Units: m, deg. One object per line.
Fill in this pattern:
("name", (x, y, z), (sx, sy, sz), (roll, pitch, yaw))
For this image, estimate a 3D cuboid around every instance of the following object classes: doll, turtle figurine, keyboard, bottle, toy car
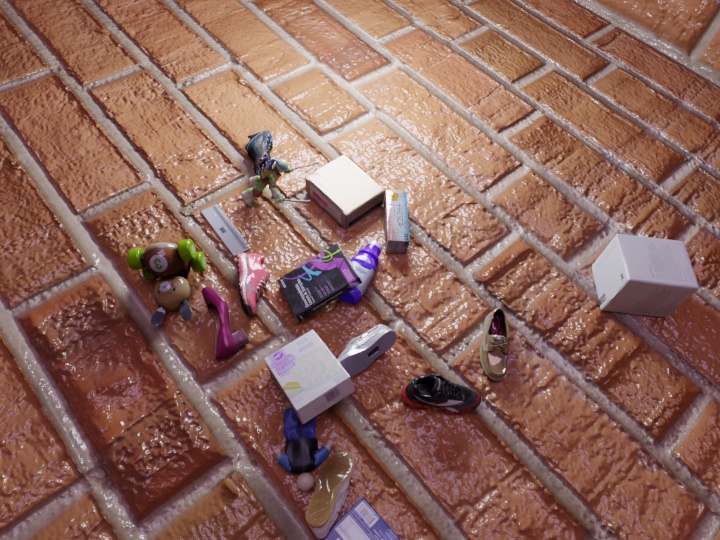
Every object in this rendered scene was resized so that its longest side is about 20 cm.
("doll", (-0.130, 0.402, 1.265), (0.136, 0.049, 0.201), (-3, 56, -7))
("turtle figurine", (-0.249, -0.253, 1.648), (0.199, 0.193, 0.145), (7, 71, -48))
("keyboard", (-0.400, -0.121, 1.621), (0.056, 0.011, 0.200), (-32, 64, -19))
("bottle", (0.000, 0.000, 1.545), (0.083, 0.065, 0.200), (22, 56, 16))
("toy car", (-0.497, 0.041, 1.424), (0.163, 0.158, 0.201), (-10, 68, 2))

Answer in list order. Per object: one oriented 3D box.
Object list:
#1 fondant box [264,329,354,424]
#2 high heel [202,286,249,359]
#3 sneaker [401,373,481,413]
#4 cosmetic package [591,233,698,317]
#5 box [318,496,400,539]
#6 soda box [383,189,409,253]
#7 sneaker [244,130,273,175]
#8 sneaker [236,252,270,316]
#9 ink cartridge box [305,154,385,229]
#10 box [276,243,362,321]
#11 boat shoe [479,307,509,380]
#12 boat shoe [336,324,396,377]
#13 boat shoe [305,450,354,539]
("fondant box", (-0.125, 0.249, 1.315), (0.144, 0.058, 0.200), (-30, 40, -16))
("high heel", (-0.377, 0.131, 1.410), (0.096, 0.068, 0.200), (-27, 66, -34))
("sneaker", (0.204, 0.300, 1.343), (0.199, 0.098, 0.071), (8, 53, -2))
("cosmetic package", (0.801, 0.017, 1.562), (0.199, 0.165, 0.166), (7, 55, -3))
("box", (-0.027, 0.595, 1.154), (0.200, 0.032, 0.121), (-35, 66, -28))
("soda box", (0.108, -0.150, 1.662), (0.068, 0.064, 0.201), (3, 56, -4))
("sneaker", (-0.330, -0.373, 1.771), (0.081, 0.073, 0.201), (-5, 48, 4))
("sneaker", (-0.287, 0.030, 1.489), (0.086, 0.074, 0.201), (-5, 56, -12))
("ink cartridge box", (-0.049, -0.247, 1.704), (0.164, 0.075, 0.200), (-35, 66, -24))
("box", (-0.113, 0.030, 1.483), (0.199, 0.036, 0.143), (-33, 54, -1))
("boat shoe", (0.358, 0.190, 1.454), (0.074, 0.067, 0.201), (6, 55, -2))
("boat shoe", (-0.003, 0.204, 1.412), (0.200, 0.071, 0.070), (-35, 35, -16))
("boat shoe", (-0.065, 0.490, 1.205), (0.070, 0.070, 0.200), (5, 33, 21))
